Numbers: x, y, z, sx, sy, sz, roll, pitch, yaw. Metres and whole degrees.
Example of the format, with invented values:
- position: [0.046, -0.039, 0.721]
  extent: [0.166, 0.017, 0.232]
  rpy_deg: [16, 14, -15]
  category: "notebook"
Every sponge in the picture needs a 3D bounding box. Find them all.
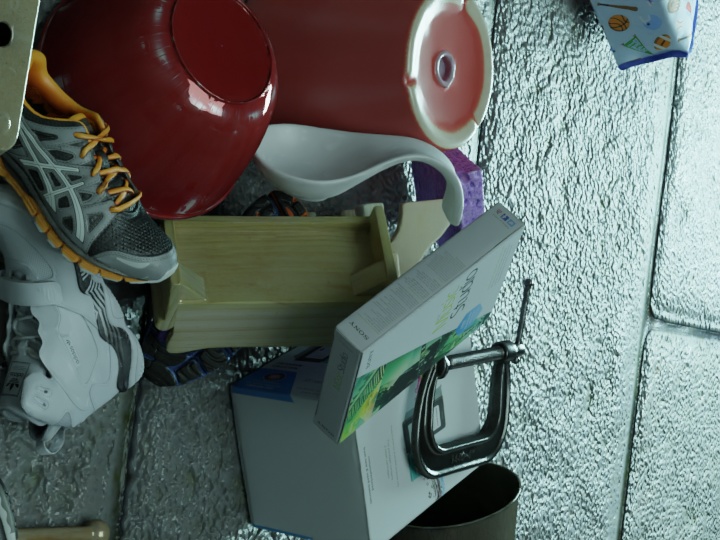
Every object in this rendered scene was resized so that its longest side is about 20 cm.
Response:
- position: [0.088, -0.071, 1.463]
  extent: [0.029, 0.200, 0.113]
  rpy_deg: [-12, 111, -8]
  category: "sponge"

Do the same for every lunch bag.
- position: [0.362, -0.387, 1.842]
  extent: [0.171, 0.122, 0.202]
  rpy_deg: [59, 36, -40]
  category: "lunch bag"

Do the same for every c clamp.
- position: [0.102, 0.106, 1.385]
  extent: [0.199, 0.027, 0.174]
  rpy_deg: [-14, 110, -54]
  category: "c clamp"

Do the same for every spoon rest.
- position: [0.000, -0.089, 1.249]
  extent: [0.197, 0.100, 0.061]
  rpy_deg: [11, 120, -20]
  category: "spoon rest"

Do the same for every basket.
- position: [0.097, 0.329, 1.565]
  extent: [0.179, 0.135, 0.203]
  rpy_deg: [-21, 115, -47]
  category: "basket"

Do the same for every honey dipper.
- position: [-0.266, 0.204, 1.129]
  extent: [0.199, 0.038, 0.039]
  rpy_deg: [12, 85, -58]
  category: "honey dipper"

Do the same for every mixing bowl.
- position: [-0.136, -0.151, 1.130]
  extent: [0.199, 0.108, 0.203]
  rpy_deg: [20, 59, -37]
  category: "mixing bowl"

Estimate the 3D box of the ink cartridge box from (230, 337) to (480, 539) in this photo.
- position: [0.001, 0.147, 1.390]
  extent: [0.199, 0.145, 0.148]
  rpy_deg: [-28, 116, -49]
  category: "ink cartridge box"

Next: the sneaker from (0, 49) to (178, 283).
- position: [-0.203, -0.072, 1.050]
  extent: [0.200, 0.077, 0.078]
  rpy_deg: [44, 27, -2]
  category: "sneaker"

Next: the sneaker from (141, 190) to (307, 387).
- position: [-0.117, 0.023, 1.271]
  extent: [0.075, 0.078, 0.200]
  rpy_deg: [43, 72, -4]
  category: "sneaker"

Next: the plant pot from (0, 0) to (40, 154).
- position: [-0.306, -0.154, 0.900]
  extent: [0.199, 0.175, 0.203]
  rpy_deg: [15, 83, -54]
  category: "plant pot"

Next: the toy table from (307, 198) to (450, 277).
- position: [0.000, 0.000, 1.360]
  extent: [0.197, 0.183, 0.119]
  rpy_deg: [-7, 91, -20]
  category: "toy table"

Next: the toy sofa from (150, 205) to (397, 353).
- position: [-0.074, 0.006, 1.212]
  extent: [0.098, 0.197, 0.084]
  rpy_deg: [111, -26, -52]
  category: "toy sofa"

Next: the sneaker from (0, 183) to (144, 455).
- position: [-0.244, 0.041, 1.096]
  extent: [0.115, 0.074, 0.201]
  rpy_deg: [-51, 131, -35]
  category: "sneaker"

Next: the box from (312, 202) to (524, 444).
- position: [0.048, 0.045, 1.226]
  extent: [0.199, 0.036, 0.145]
  rpy_deg: [-36, 157, -30]
  category: "box"

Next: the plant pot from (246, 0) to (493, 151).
- position: [0.012, -0.183, 1.332]
  extent: [0.199, 0.176, 0.204]
  rpy_deg: [-9, 101, -52]
  category: "plant pot"

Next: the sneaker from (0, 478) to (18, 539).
- position: [-0.310, 0.135, 1.015]
  extent: [0.087, 0.075, 0.202]
  rpy_deg: [-26, 97, -37]
  category: "sneaker"
